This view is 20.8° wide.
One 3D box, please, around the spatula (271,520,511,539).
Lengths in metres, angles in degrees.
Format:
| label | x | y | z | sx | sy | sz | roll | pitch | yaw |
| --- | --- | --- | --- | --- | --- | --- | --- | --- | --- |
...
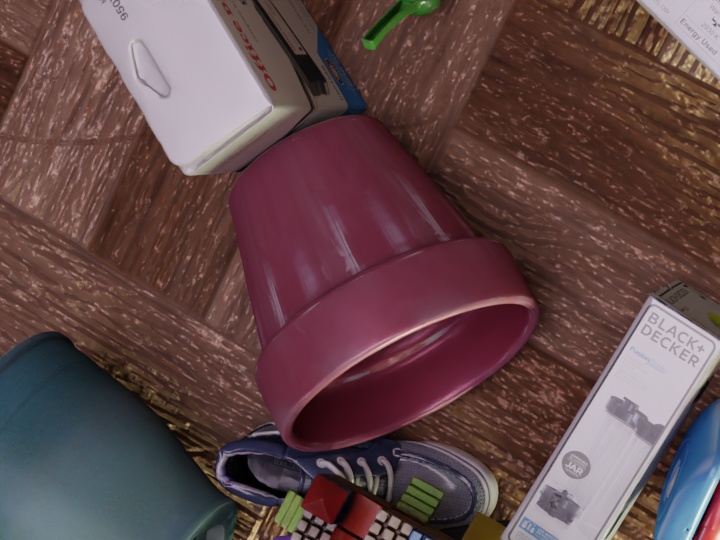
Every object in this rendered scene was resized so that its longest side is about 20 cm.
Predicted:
| label | x | y | z | sx | sy | sz | roll | pitch | yaw |
| --- | --- | --- | --- | --- | --- | --- | --- | --- | --- |
| spatula | 0.022 | 0.205 | 1.414 | 0.198 | 0.021 | 0.057 | -14 | 54 | 23 |

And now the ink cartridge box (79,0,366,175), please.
| label | x | y | z | sx | sy | sz | roll | pitch | yaw |
| --- | --- | --- | --- | --- | --- | --- | --- | --- | --- |
| ink cartridge box | -0.092 | -0.150 | 1.373 | 0.084 | 0.200 | 0.145 | -34 | 84 | 18 |

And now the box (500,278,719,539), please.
| label | x | y | z | sx | sy | sz | roll | pitch | yaw |
| --- | --- | --- | --- | --- | --- | --- | --- | --- | --- |
| box | 0.182 | 0.109 | 1.348 | 0.060 | 0.117 | 0.201 | 33 | 103 | 13 |

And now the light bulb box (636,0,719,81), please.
| label | x | y | z | sx | sy | sz | roll | pitch | yaw |
| --- | --- | --- | --- | --- | --- | --- | --- | --- | --- |
| light bulb box | 0.280 | -0.225 | 1.283 | 0.198 | 0.125 | 0.200 | 46 | 105 | 10 |

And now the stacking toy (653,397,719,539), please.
| label | x | y | z | sx | sy | sz | roll | pitch | yaw |
| --- | --- | --- | --- | --- | --- | --- | --- | --- | --- |
| stacking toy | 0.304 | 0.179 | 1.330 | 0.198 | 0.110 | 0.117 | 21 | 116 | 5 |

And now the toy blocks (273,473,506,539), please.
| label | x | y | z | sx | sy | sz | roll | pitch | yaw |
| --- | --- | --- | --- | --- | --- | --- | --- | --- | --- |
| toy blocks | 0.029 | 0.193 | 1.309 | 0.199 | 0.137 | 0.101 | 28 | 87 | 10 |

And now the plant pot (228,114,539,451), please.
| label | x | y | z | sx | sy | sz | roll | pitch | yaw |
| --- | --- | --- | --- | --- | --- | --- | --- | --- | --- |
| plant pot | 0.000 | 0.000 | 1.371 | 0.199 | 0.200 | 0.180 | -34 | 69 | 18 |

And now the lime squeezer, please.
| label | x | y | z | sx | sy | sz | roll | pitch | yaw |
| --- | --- | --- | --- | --- | --- | --- | --- | --- | --- |
| lime squeezer | 0.044 | -0.229 | 1.396 | 0.037 | 0.071 | 0.201 | 11 | 68 | 33 |

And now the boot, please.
| label | x | y | z | sx | sy | sz | roll | pitch | yaw |
| --- | --- | --- | --- | --- | --- | --- | --- | --- | --- |
| boot | -0.005 | 0.158 | 1.426 | 0.198 | 0.090 | 0.074 | 7 | 96 | 18 |

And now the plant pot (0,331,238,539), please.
| label | x | y | z | sx | sy | sz | roll | pitch | yaw |
| --- | --- | --- | --- | --- | --- | --- | --- | --- | --- |
| plant pot | -0.200 | 0.178 | 1.432 | 0.187 | 0.200 | 0.201 | 31 | 103 | 15 |
